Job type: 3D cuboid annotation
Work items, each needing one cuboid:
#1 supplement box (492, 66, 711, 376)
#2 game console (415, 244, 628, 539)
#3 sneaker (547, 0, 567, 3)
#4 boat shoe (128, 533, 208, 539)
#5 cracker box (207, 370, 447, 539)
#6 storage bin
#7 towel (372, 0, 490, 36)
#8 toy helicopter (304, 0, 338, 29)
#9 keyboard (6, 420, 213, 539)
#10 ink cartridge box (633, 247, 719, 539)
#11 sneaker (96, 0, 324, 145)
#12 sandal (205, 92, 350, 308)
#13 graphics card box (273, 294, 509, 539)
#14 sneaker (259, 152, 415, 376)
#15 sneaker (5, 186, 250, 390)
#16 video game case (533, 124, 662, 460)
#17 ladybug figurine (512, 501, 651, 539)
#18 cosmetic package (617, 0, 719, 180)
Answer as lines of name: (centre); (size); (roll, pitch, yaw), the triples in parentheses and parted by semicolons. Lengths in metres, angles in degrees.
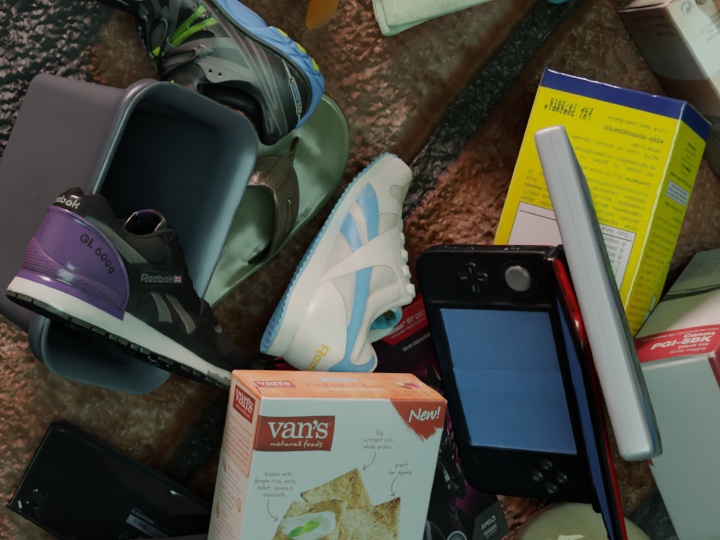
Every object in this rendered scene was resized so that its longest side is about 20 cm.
supplement box: (0.168, -0.031, 1.175); (0.108, 0.109, 0.201); (17, 92, 22)
game console: (0.108, 0.095, 1.080); (0.119, 0.172, 0.201); (-42, 126, -50)
sneaker: (0.114, -0.279, 1.129); (0.079, 0.078, 0.200); (-34, 100, 1)
boat shoe: (-0.126, 0.221, 1.117); (0.199, 0.071, 0.070); (-6, 89, -2)
cracker box: (-0.028, 0.168, 1.055); (0.133, 0.058, 0.201); (2, 104, -26)
storage bin: (-0.175, -0.036, 1.097); (0.145, 0.134, 0.201); (20, 92, -51)
towel: (0.041, -0.278, 1.131); (0.023, 0.152, 0.201); (-32, 105, -51)
toy helicopter: (-0.048, -0.242, 1.074); (0.079, 0.200, 0.133); (-34, 85, -8)
keyboard: (-0.162, 0.206, 1.160); (0.199, 0.021, 0.127); (30, 94, 3)
ink cartridge box: (0.277, 0.083, 1.185); (0.200, 0.083, 0.147); (-43, 113, -51)
sneaker: (-0.121, -0.158, 1.119); (0.199, 0.071, 0.083); (34, 78, -6)
sandal: (-0.076, -0.041, 1.162); (0.080, 0.057, 0.201); (39, 86, -14)
graphics card box: (0.025, 0.132, 1.184); (0.125, 0.051, 0.201); (-27, 104, -40)
sneaker: (0.000, 0.000, 1.139); (0.081, 0.077, 0.200); (29, 51, -4)
sneaker: (-0.125, 0.013, 1.016); (0.200, 0.075, 0.088); (33, 75, -51)
video game case: (0.153, 0.021, 1.021); (0.022, 0.182, 0.201); (-16, 80, 10)
ladybug figurine: (0.179, 0.266, 1.248); (0.135, 0.072, 0.201); (-28, 101, -10)
cosmetic package: (0.292, -0.137, 1.218); (0.087, 0.103, 0.200); (-36, 101, -6)
